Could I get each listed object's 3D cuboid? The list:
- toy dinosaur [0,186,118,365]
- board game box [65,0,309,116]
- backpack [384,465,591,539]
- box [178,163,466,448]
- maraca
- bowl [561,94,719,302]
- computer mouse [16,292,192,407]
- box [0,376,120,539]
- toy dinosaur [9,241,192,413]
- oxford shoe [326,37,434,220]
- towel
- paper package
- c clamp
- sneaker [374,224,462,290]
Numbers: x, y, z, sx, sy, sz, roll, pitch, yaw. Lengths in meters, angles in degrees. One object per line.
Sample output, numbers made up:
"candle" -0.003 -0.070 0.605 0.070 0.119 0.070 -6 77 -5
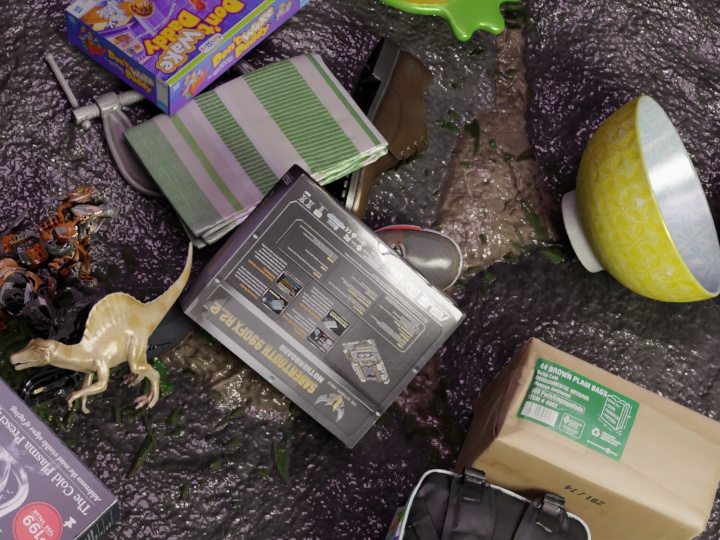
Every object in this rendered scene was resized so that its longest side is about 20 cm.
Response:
"toy dinosaur" -0.277 0.023 1.652 0.136 0.102 0.201 39 101 19
"board game box" -0.159 -0.249 1.789 0.134 0.045 0.200 36 60 18
"backpack" 0.088 0.289 1.592 0.176 0.151 0.201 20 57 -4
"box" -0.032 0.032 1.654 0.200 0.048 0.159 40 95 -16
"maraca" 0.066 -0.305 1.861 0.199 0.107 0.138 33 70 0
"bowl" 0.254 -0.053 1.794 0.107 0.200 0.202 -21 69 23
"computer mouse" -0.211 0.073 1.631 0.034 0.059 0.200 42 46 19
"box" -0.325 0.185 1.532 0.200 0.104 0.182 44 76 6
"toy dinosaur" -0.192 0.059 1.583 0.058 0.102 0.199 21 39 41
"oxford shoe" 0.024 -0.120 1.794 0.084 0.073 0.201 27 66 -13
"towel" -0.094 -0.114 1.730 0.199 0.023 0.153 -27 58 -15
"paper package" 0.194 0.167 1.651 0.199 0.191 0.104 24 63 -3
"c clamp" -0.172 -0.154 1.777 0.199 0.027 0.172 -17 73 -21
"sneaker" 0.000 0.000 1.718 0.198 0.082 0.078 -3 92 -11
